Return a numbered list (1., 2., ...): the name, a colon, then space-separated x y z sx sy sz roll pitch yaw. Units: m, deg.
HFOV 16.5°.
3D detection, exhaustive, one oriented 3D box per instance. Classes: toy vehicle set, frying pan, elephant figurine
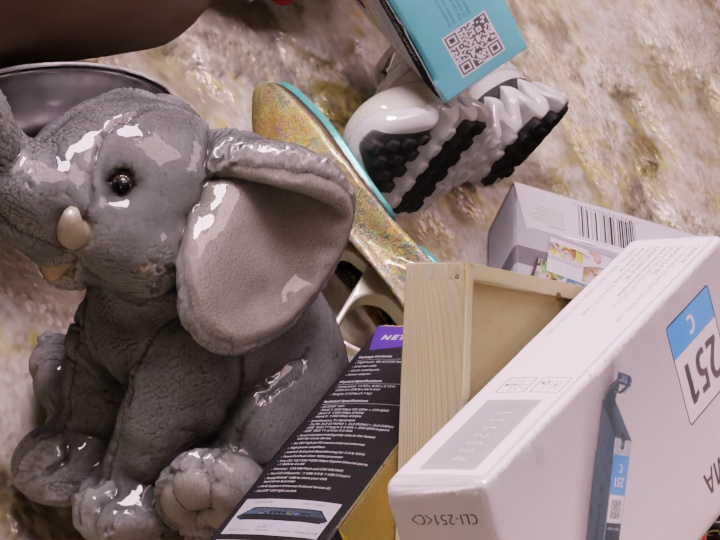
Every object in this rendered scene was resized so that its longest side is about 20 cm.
1. toy vehicle set: 0.078 0.069 0.945 0.199 0.026 0.125 12 80 -56
2. frying pan: -0.126 -0.036 1.020 0.190 0.114 0.031 87 -6 -68
3. elephant figurine: -0.070 -0.009 0.915 0.155 0.140 0.201 -64 155 -60

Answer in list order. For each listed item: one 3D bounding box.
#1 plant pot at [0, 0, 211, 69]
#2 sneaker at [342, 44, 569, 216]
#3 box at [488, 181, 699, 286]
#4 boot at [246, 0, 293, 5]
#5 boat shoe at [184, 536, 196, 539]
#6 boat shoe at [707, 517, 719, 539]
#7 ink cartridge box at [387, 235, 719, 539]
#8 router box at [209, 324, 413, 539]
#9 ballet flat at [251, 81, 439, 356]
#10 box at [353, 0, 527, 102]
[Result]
1. plant pot: -0.145 -0.157 0.971 0.173 0.200 0.201 8 53 -39
2. sneaker: 0.032 -0.081 1.244 0.081 0.075 0.200 48 22 11
3. box: 0.140 0.054 1.215 0.155 0.041 0.201 15 40 -12
4. boot: -0.084 -0.150 1.168 0.144 0.072 0.201 36 33 -24
5. boat shoe: -0.037 0.106 0.985 0.063 0.071 0.200 45 32 -3
6. boat shoe: 0.098 0.076 1.063 0.200 0.063 0.074 17 53 -28
7. ink cartridge box: 0.094 0.107 0.904 0.200 0.044 0.177 -40 120 -49
8. router box: 0.021 0.146 0.930 0.157 0.052 0.201 -51 131 -45
9. ballet flat: 0.000 0.000 1.134 0.200 0.071 0.071 49 33 10
10. box: 0.010 -0.163 1.212 0.083 0.049 0.200 58 -2 -33
